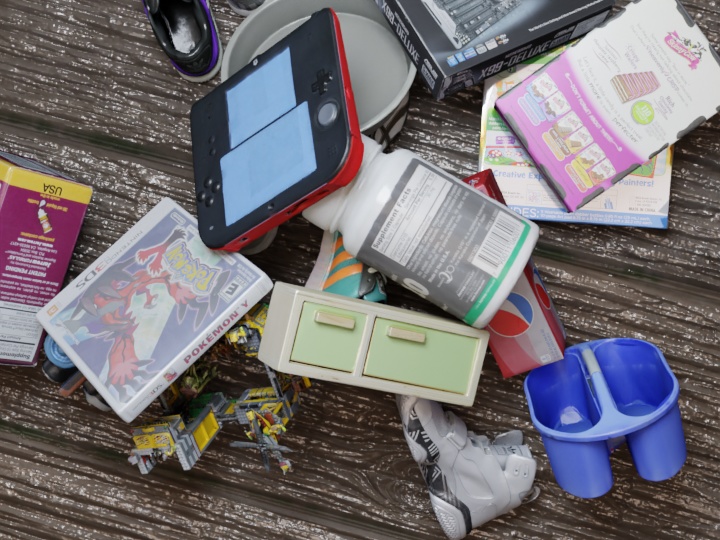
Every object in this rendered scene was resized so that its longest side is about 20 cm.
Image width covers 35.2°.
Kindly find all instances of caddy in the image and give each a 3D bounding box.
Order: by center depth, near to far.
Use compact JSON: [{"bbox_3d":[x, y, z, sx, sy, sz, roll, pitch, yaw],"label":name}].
[{"bbox_3d":[0.238,0.130,1.110,0.141,0.200,0.105,-17,108,7],"label":"caddy"}]

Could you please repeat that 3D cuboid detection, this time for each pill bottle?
[{"bbox_3d":[0.055,-0.041,1.053,0.200,0.113,0.113,31,95,2],"label":"pill bottle"}]

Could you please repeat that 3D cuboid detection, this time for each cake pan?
[{"bbox_3d":[-0.039,-0.201,1.140,0.200,0.037,0.200,-4,61,8],"label":"cake pan"}]

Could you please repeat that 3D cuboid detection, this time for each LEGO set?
[{"bbox_3d":[-0.156,0.120,1.093,0.200,0.116,0.154,-1,116,22],"label":"LEGO set"}]

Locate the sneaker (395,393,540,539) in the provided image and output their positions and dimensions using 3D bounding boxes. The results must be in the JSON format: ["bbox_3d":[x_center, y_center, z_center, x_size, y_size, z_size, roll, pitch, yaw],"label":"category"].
[{"bbox_3d":[0.111,0.177,1.165,0.115,0.075,0.200,-20,112,2],"label":"sneaker"}]

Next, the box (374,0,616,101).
[{"bbox_3d":[0.124,-0.276,1.115,0.200,0.050,0.158,-25,75,-15],"label":"box"}]

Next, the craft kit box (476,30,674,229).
[{"bbox_3d":[0.221,-0.147,1.168,0.200,0.049,0.198,5,96,5],"label":"craft kit box"}]

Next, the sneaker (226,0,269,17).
[{"bbox_3d":[-0.145,-0.361,1.152,0.075,0.115,0.200,-26,91,6],"label":"sneaker"}]

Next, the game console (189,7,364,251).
[{"bbox_3d":[-0.084,-0.125,1.043,0.200,0.031,0.177,-28,62,34],"label":"game console"}]

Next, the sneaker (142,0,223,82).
[{"bbox_3d":[-0.197,-0.296,1.167,0.070,0.100,0.200,-23,91,4],"label":"sneaker"}]

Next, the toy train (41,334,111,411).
[{"bbox_3d":[-0.243,0.064,1.201,0.200,0.087,0.114,-43,95,6],"label":"toy train"}]

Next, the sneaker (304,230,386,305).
[{"bbox_3d":[0.000,0.000,1.127,0.080,0.071,0.200,16,80,26],"label":"sneaker"}]

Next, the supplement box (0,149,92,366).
[{"bbox_3d":[-0.377,-0.018,1.171,0.131,0.103,0.200,24,97,42],"label":"supplement box"}]

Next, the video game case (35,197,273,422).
[{"bbox_3d":[-0.203,0.029,1.087,0.182,0.023,0.200,-44,45,-11],"label":"video game case"}]

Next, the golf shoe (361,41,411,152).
[{"bbox_3d":[-0.003,-0.141,1.163,0.078,0.094,0.200,21,93,5],"label":"golf shoe"}]

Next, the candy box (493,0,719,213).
[{"bbox_3d":[0.250,-0.167,1.113,0.200,0.061,0.136,-35,89,6],"label":"candy box"}]

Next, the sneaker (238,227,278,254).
[{"bbox_3d":[-0.111,-0.116,1.173,0.076,0.092,0.200,4,91,6],"label":"sneaker"}]

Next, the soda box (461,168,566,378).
[{"bbox_3d":[0.139,0.003,1.146,0.070,0.063,0.200,-22,105,20],"label":"soda box"}]

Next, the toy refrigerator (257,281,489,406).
[{"bbox_3d":[0.015,0.070,1.052,0.200,0.070,0.076,13,92,-22],"label":"toy refrigerator"}]
